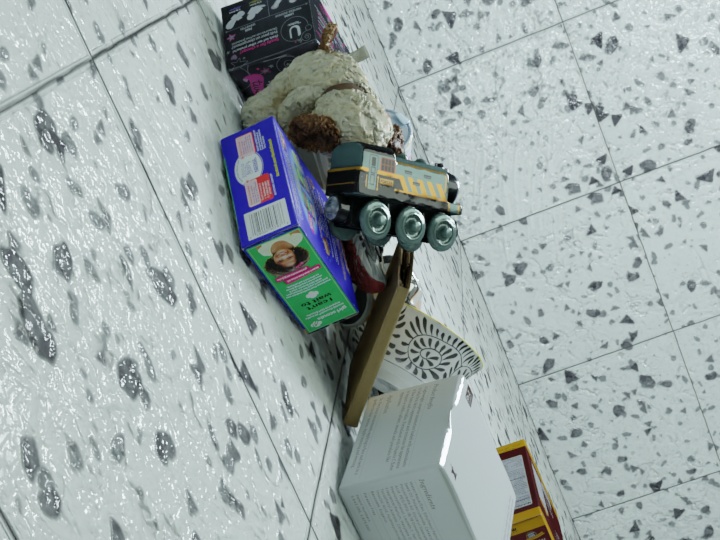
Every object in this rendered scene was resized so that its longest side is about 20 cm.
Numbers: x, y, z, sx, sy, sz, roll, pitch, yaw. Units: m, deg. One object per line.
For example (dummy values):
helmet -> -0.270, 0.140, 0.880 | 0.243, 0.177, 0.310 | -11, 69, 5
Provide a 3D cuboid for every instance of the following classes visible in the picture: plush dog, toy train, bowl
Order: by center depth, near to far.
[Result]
toy train -> 0.042, -0.085, 1.493 | 0.200, 0.085, 0.114 | 8, 85, -39
plush dog -> -0.025, -0.199, 1.550 | 0.200, 0.161, 0.172 | 0, 39, -35
bowl -> 0.058, 0.122, 1.716 | 0.201, 0.094, 0.201 | 29, -15, 9

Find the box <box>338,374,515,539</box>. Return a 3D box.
box -> 0.086, 0.265, 1.485 | 0.199, 0.131, 0.200 | -66, 136, -61

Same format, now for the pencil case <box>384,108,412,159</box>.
pencil case -> 0.033, -0.138, 1.755 | 0.200, 0.091, 0.083 | 84, -14, -58

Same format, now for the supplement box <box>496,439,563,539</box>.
supplement box -> 0.265, 0.442, 2.152 | 0.200, 0.133, 0.197 | -93, 160, -60

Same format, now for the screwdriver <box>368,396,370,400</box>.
screwdriver -> 0.020, 0.219, 1.637 | 0.028, 0.029, 0.200 | 58, 9, -49

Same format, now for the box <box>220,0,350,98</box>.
box -> -0.089, -0.275, 1.697 | 0.200, 0.132, 0.115 | 54, 22, -56

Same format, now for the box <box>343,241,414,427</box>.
box -> 0.023, 0.075, 1.559 | 0.164, 0.021, 0.200 | -83, -167, -67

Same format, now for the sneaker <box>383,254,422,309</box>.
sneaker -> 0.062, 0.074, 1.932 | 0.080, 0.074, 0.200 | -50, 128, -72

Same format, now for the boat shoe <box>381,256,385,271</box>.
boat shoe -> 0.000, -0.001, 1.733 | 0.201, 0.066, 0.072 | 79, 7, -61

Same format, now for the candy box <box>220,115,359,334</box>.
candy box -> -0.081, -0.050, 1.460 | 0.200, 0.077, 0.169 | 55, 17, -52

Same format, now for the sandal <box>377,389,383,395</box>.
sandal -> 0.061, 0.194, 1.785 | 0.201, 0.080, 0.057 | -94, -171, -52

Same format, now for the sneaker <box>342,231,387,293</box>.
sneaker -> 0.014, -0.062, 1.574 | 0.078, 0.082, 0.200 | 92, -8, -57

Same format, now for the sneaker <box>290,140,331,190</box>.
sneaker -> -0.054, -0.110, 1.733 | 0.075, 0.082, 0.200 | -27, 117, -50

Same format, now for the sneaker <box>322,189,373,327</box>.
sneaker -> -0.050, -0.018, 1.621 | 0.088, 0.076, 0.200 | 20, 44, -60
